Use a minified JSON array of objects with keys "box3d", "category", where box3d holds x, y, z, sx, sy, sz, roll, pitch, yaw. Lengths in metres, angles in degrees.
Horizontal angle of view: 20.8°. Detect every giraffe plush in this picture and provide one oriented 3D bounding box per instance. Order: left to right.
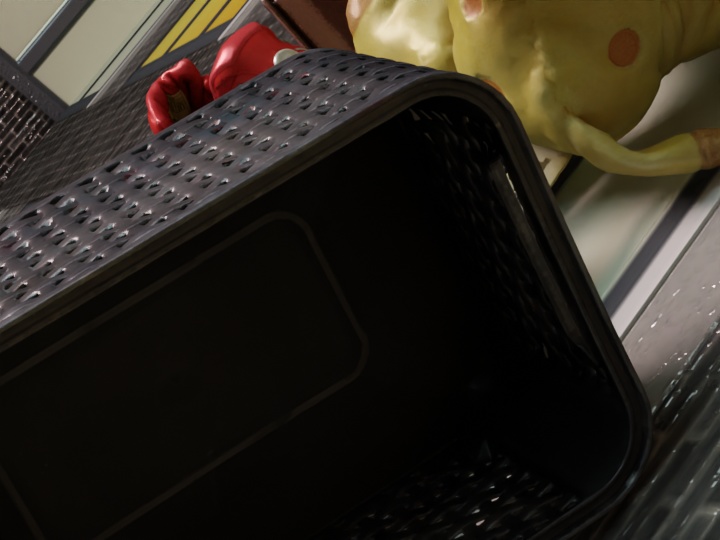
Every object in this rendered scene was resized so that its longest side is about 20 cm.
[{"box3d":[0.050,-0.130,0.672,0.172,0.162,0.200,-4,43,27],"category":"giraffe plush"}]

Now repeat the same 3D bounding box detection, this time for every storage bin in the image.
[{"box3d":[-0.039,0.040,0.540,0.200,0.135,0.094,-32,20,-15],"category":"storage bin"}]

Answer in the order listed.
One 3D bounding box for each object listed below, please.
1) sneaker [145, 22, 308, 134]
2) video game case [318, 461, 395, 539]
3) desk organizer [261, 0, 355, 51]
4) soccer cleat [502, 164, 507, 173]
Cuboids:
[{"box3d":[-0.055,-0.049,0.822,0.077,0.085,0.200,-54,5,-29],"category":"sneaker"},{"box3d":[-0.052,0.062,0.715,0.200,0.025,0.181,-34,48,46],"category":"video game case"},{"box3d":[0.021,-0.147,0.932,0.077,0.072,0.200,-39,11,19],"category":"desk organizer"},{"box3d":[0.000,0.000,0.764,0.200,0.068,0.081,-51,-15,-9],"category":"soccer cleat"}]
